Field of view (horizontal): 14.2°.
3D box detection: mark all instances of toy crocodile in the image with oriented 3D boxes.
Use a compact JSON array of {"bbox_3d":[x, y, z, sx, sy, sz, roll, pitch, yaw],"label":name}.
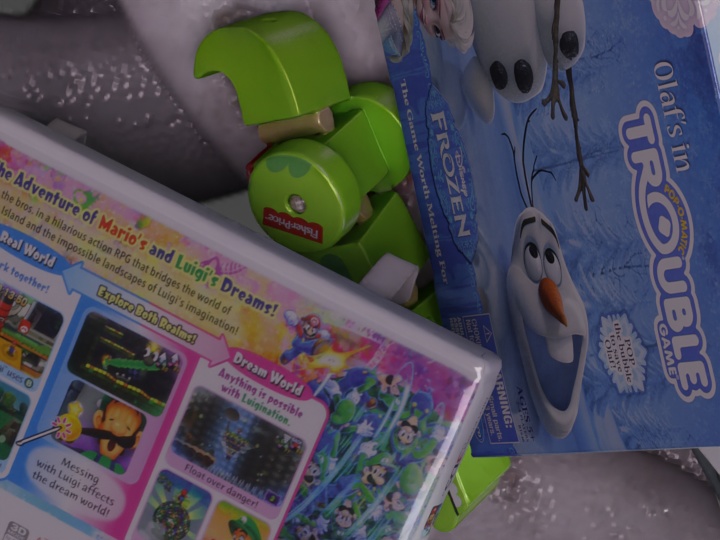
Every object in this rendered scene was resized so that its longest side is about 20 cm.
[{"bbox_3d":[0.000,0.000,1.038,0.062,0.068,0.200,-12,111,36],"label":"toy crocodile"}]

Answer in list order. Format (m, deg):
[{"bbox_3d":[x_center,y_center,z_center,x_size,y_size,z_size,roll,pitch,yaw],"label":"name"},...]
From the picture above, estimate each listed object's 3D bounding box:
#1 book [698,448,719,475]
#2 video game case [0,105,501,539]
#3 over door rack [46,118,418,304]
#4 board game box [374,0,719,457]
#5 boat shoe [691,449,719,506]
[{"bbox_3d":[0.158,0.006,0.985,0.134,0.200,0.048,-44,138,8],"label":"book"},{"bbox_3d":[-0.075,0.068,0.975,0.200,0.024,0.182,27,102,16],"label":"video game case"},{"bbox_3d":[-0.080,0.066,1.016,0.147,0.067,0.200,23,116,16],"label":"over door rack"},{"bbox_3d":[0.077,-0.042,0.937,0.043,0.199,0.201,-13,91,-28],"label":"board game box"},{"bbox_3d":[0.172,0.094,1.073,0.073,0.062,0.200,-30,107,3],"label":"boat shoe"}]
